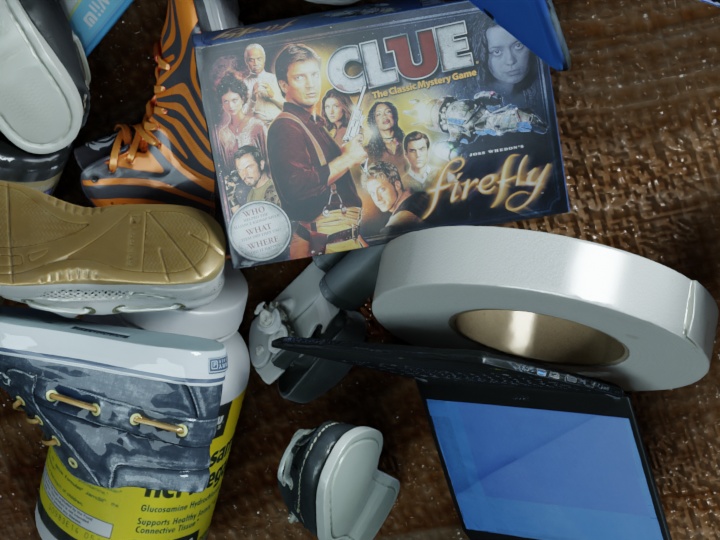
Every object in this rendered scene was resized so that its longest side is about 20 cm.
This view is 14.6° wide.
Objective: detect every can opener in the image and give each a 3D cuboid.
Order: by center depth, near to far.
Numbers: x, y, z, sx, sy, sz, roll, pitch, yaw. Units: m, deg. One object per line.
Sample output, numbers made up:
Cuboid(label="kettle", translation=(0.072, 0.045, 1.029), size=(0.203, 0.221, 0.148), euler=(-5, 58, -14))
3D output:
Cuboid(label="can opener", translation=(0.000, 0.000, 1.714), size=(0.066, 0.053, 0.200), euler=(18, 128, -35))

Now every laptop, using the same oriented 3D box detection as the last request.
Cuboid(label="laptop", translation=(0.069, 0.108, 1.669), size=(0.177, 0.199, 0.104), euler=(2, 81, 45))

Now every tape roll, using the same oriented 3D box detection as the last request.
Cuboid(label="tape roll", translation=(0.107, 0.024, 1.621), size=(0.201, 0.203, 0.037), euler=(8, 73, 12))

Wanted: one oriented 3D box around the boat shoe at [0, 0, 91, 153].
Cuboid(label="boat shoe", translation=(-0.216, -0.165, 1.637), size=(0.074, 0.060, 0.201), euler=(-24, 112, 18))

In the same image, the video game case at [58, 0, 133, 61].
Cuboid(label="video game case", translation=(-0.217, -0.216, 1.651), size=(0.200, 0.018, 0.143), euler=(42, 136, -5))

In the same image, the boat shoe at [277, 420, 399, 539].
Cuboid(label="boat shoe", translation=(-0.023, 0.128, 1.708), size=(0.060, 0.200, 0.076), euler=(28, 76, 13))

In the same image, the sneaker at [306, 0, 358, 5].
Cuboid(label="sneaker", translation=(-0.067, -0.196, 1.563), size=(0.199, 0.099, 0.078), euler=(4, 92, -17))

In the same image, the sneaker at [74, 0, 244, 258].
Cuboid(label="sneaker", translation=(-0.119, -0.094, 1.666), size=(0.111, 0.078, 0.201), euler=(-6, 113, 5))

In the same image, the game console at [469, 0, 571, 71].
Cuboid(label="game console", translation=(0.074, -0.235, 1.511), size=(0.118, 0.200, 0.171), euler=(26, 102, -40))

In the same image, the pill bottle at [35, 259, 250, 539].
Cuboid(label="pill bottle", translation=(-0.132, 0.087, 1.749), size=(0.112, 0.113, 0.201), euler=(19, 119, 6))

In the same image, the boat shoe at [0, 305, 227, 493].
Cuboid(label="boat shoe", translation=(-0.178, 0.076, 1.655), size=(0.199, 0.071, 0.092), euler=(9, 98, 16))

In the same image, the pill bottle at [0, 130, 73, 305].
Cuboid(label="pill bottle", translation=(-0.261, -0.024, 1.731), size=(0.111, 0.112, 0.201), euler=(28, 120, 0))

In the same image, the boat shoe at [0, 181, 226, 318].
Cuboid(label="boat shoe", translation=(-0.177, -0.002, 1.644), size=(0.199, 0.071, 0.069), euler=(7, 149, 4))

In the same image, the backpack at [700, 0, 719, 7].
Cuboid(label="backpack", translation=(0.216, -0.226, 1.484), size=(0.199, 0.135, 0.183), euler=(22, 120, 3))

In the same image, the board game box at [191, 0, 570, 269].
Cuboid(label="board game box", translation=(0.012, -0.084, 1.609), size=(0.199, 0.035, 0.136), euler=(-10, 109, 0))
